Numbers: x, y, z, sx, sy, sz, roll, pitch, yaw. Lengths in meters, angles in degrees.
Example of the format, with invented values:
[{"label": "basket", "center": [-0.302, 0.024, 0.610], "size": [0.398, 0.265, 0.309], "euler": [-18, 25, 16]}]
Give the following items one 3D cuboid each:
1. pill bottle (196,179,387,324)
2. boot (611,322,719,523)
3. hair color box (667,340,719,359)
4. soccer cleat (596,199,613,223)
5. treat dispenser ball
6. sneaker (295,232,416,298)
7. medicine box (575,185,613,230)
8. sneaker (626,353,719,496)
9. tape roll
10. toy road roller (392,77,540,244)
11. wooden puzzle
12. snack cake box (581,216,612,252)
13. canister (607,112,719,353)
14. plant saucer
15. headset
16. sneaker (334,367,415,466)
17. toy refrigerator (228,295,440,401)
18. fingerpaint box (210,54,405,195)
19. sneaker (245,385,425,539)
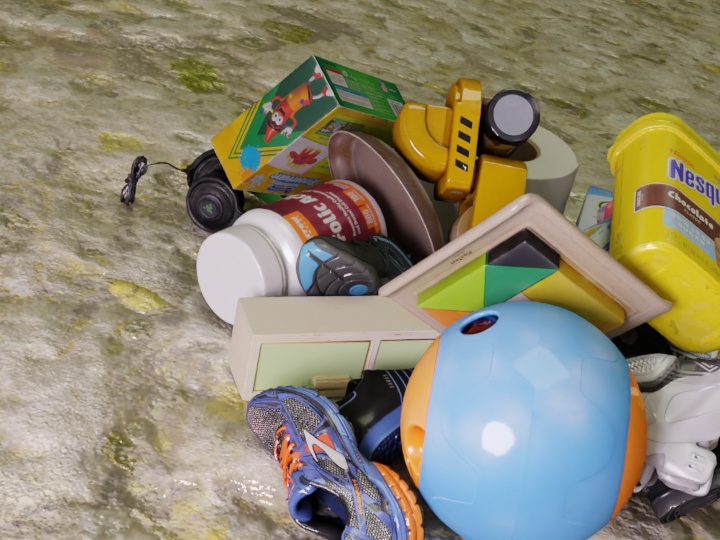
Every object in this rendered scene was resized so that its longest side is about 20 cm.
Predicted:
[{"label": "pill bottle", "center": [-0.071, -0.020, 1.114], "size": [0.113, 0.115, 0.199], "euler": [29, 33, 26]}, {"label": "boot", "center": [0.301, 0.111, 0.987], "size": [0.163, 0.066, 0.202], "euler": [-19, 59, -9]}, {"label": "hair color box", "center": [0.309, 0.068, 1.076], "size": [0.110, 0.064, 0.202], "euler": [20, 63, 13]}, {"label": "soccer cleat", "center": [0.360, -0.043, 1.179], "size": [0.197, 0.068, 0.076], "euler": [12, 2, -14]}, {"label": "treat dispenser ball", "center": [0.131, 0.127, 0.859], "size": [0.198, 0.203, 0.202], "euler": [10, 29, -6]}, {"label": "sneaker", "center": [0.000, 0.000, 1.076], "size": [0.199, 0.073, 0.083], "euler": [30, 43, -50]}, {"label": "medicine box", "center": [0.334, 0.004, 1.253], "size": [0.180, 0.104, 0.200], "euler": [18, 29, 9]}, {"label": "sneaker", "center": [0.310, 0.127, 0.899], "size": [0.197, 0.075, 0.117], "euler": [-9, 67, 14]}, {"label": "tape roll", "center": [0.156, -0.100, 1.319], "size": [0.200, 0.141, 0.204], "euler": [11, 30, -6]}, {"label": "toy road roller", "center": [0.103, -0.105, 1.134], "size": [0.144, 0.203, 0.123], "euler": [8, -6, -3]}, {"label": "wooden puzzle", "center": [0.143, 0.030, 0.924], "size": [0.199, 0.184, 0.038], "euler": [31, 45, -27]}, {"label": "snack cake box", "center": [0.180, 0.023, 1.068], "size": [0.115, 0.199, 0.068], "euler": [-33, 93, -51]}, {"label": "canister", "center": [0.302, -0.037, 1.003], "size": [0.148, 0.086, 0.201], "euler": [37, 41, -17]}, {"label": "plant saucer", "center": [0.033, -0.071, 1.166], "size": [0.032, 0.202, 0.200], "euler": [-32, 47, -17]}, {"label": "headset", "center": [-0.179, -0.085, 1.250], "size": [0.198, 0.095, 0.124], "euler": [20, 25, -20]}, {"label": "sneaker", "center": [0.039, 0.115, 0.975], "size": [0.077, 0.071, 0.199], "euler": [31, 31, 26]}, {"label": "toy refrigerator", "center": [-0.020, 0.074, 1.014], "size": [0.197, 0.077, 0.070], "euler": [0, 32, -23]}, {"label": "fingerpaint box", "center": [-0.051, -0.163, 1.249], "size": [0.199, 0.166, 0.074], "euler": [0, 59, -60]}, {"label": "sneaker", "center": [-0.035, 0.164, 0.861], "size": [0.078, 0.076, 0.199], "euler": [-18, 40, -38]}]
